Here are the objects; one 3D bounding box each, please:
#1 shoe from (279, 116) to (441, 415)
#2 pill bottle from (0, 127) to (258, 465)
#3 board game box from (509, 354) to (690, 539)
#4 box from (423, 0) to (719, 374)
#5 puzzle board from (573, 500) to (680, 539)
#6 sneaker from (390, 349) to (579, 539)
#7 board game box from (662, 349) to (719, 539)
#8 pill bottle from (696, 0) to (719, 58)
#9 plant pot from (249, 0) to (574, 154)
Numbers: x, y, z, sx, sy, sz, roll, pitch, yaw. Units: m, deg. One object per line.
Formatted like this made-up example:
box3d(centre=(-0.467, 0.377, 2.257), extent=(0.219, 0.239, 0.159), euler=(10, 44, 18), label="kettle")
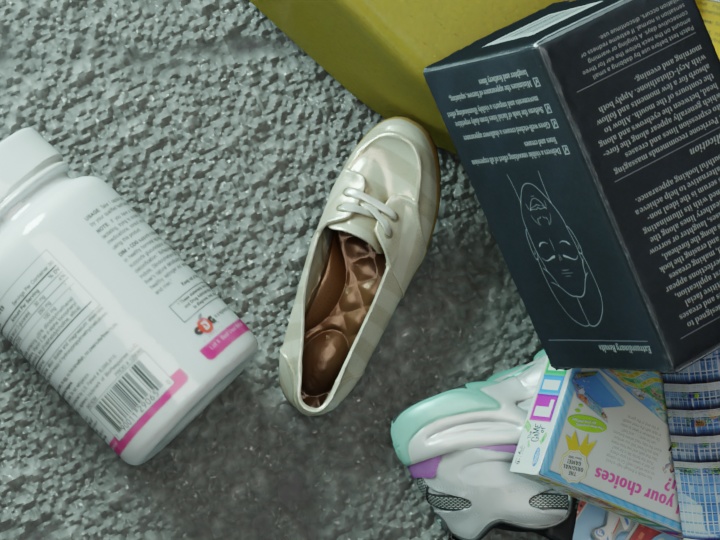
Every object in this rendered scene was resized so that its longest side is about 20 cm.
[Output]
box3d(centre=(0.000, 0.000, 1.573), extent=(0.070, 0.053, 0.200), euler=(20, 95, 4), label="shoe")
box3d(centre=(-0.169, 0.014, 1.551), extent=(0.113, 0.113, 0.200), euler=(-43, 87, -10), label="pill bottle")
box3d(centre=(0.200, 0.095, 1.553), extent=(0.200, 0.034, 0.135), euler=(24, 79, -26), label="board game box")
box3d(centre=(0.145, -0.052, 1.425), extent=(0.107, 0.148, 0.200), euler=(-27, 100, -21), label="box")
box3d(centre=(0.238, 0.139, 1.615), extent=(0.151, 0.017, 0.200), euler=(35, 80, 1), label="puzzle board")
box3d(centre=(0.132, 0.118, 1.583), extent=(0.200, 0.078, 0.140), euler=(-23, 85, -4), label="sneaker")
box3d(centre=(0.292, 0.114, 1.548), extent=(0.200, 0.062, 0.200), euler=(-11, 94, -28), label="board game box")
box3d(centre=(0.244, -0.170, 1.617), extent=(0.111, 0.111, 0.200), euler=(19, 80, -2), label="pill bottle")
box3d(centre=(0.074, -0.175, 1.570), extent=(0.195, 0.194, 0.200), euler=(-42, 98, -10), label="plant pot")
